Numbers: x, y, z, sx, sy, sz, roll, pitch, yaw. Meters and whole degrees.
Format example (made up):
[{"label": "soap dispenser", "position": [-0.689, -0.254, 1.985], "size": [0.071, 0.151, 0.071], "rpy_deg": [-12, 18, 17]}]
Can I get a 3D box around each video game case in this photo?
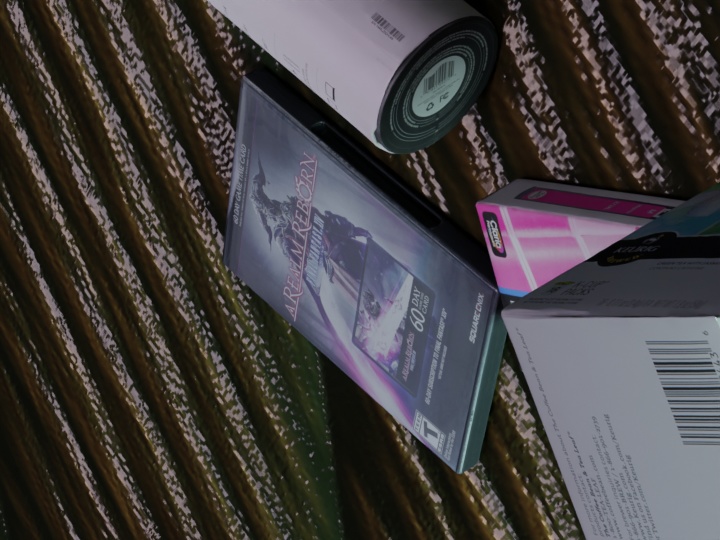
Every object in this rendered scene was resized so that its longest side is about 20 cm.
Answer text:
[{"label": "video game case", "position": [0.000, 0.000, 1.434], "size": [0.200, 0.019, 0.143], "rpy_deg": [40, 142, 28]}]

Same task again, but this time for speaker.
[{"label": "speaker", "position": [-0.030, -0.144, 1.304], "size": [0.200, 0.081, 0.081], "rpy_deg": [41, 143, 28]}]

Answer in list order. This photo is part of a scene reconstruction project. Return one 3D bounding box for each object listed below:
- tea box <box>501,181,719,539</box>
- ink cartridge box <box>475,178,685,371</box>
[{"label": "tea box", "position": [0.194, 0.064, 1.049], "size": [0.134, 0.197, 0.200], "rpy_deg": [-1, 114, 55]}, {"label": "ink cartridge box", "position": [0.140, 0.014, 1.239], "size": [0.200, 0.037, 0.095], "rpy_deg": [9, 122, 49]}]
